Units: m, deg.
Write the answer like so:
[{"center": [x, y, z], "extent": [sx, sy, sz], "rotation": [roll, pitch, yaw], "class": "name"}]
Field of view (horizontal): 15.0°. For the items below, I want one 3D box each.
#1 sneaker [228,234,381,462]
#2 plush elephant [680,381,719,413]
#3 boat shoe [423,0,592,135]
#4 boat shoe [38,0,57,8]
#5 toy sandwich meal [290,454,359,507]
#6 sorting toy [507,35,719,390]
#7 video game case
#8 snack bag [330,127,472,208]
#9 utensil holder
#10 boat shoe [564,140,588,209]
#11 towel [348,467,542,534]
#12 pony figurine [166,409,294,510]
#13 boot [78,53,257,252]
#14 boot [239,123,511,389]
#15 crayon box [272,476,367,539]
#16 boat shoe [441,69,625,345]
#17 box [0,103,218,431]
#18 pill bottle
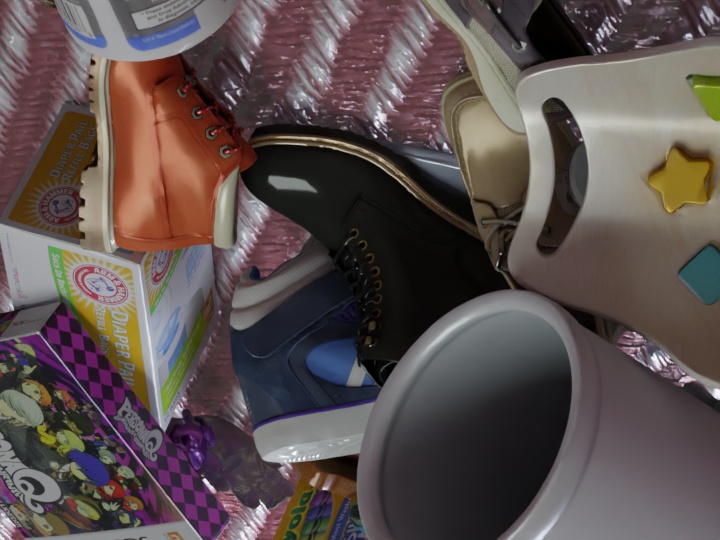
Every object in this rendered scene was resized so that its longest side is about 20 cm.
[{"center": [0.016, 0.034, 1.723], "extent": [0.199, 0.147, 0.081], "rotation": [-10, 164, 0], "class": "sneaker"}, {"center": [0.232, 0.133, 1.726], "extent": [0.155, 0.164, 0.200], "rotation": [-39, 84, 39], "class": "plush elephant"}, {"center": [0.076, -0.156, 1.502], "extent": [0.064, 0.072, 0.200], "rotation": [-12, 131, 26], "class": "boat shoe"}, {"center": [-0.246, -0.212, 1.612], "extent": [0.202, 0.075, 0.075], "rotation": [39, 144, -21], "class": "boat shoe"}, {"center": [0.037, 0.129, 1.817], "extent": [0.205, 0.205, 0.070], "rotation": [34, 110, -15], "class": "toy sandwich meal"}, {"center": [0.170, -0.045, 1.498], "extent": [0.179, 0.107, 0.201], "rotation": [6, 108, 11], "class": "sorting toy"}, {"center": [-0.207, 0.114, 1.851], "extent": [0.181, 0.036, 0.200], "rotation": [-11, 123, 44], "class": "video game case"}, {"center": [0.068, -0.009, 1.746], "extent": [0.187, 0.021, 0.201], "rotation": [12, 140, 19], "class": "snack bag"}, {"center": [0.126, 0.126, 1.550], "extent": [0.200, 0.171, 0.169], "rotation": [29, 150, -37], "class": "utensil holder"}, {"center": [0.216, -0.043, 1.580], "extent": [0.199, 0.071, 0.064], "rotation": [14, 179, 1], "class": "boat shoe"}, {"center": [0.106, 0.185, 1.731], "extent": [0.146, 0.022, 0.200], "rotation": [-19, 136, 39], "class": "towel"}, {"center": [-0.165, 0.125, 1.988], "extent": [0.193, 0.166, 0.200], "rotation": [45, 160, 28], "class": "pony figurine"}, {"center": [-0.113, -0.102, 1.662], "extent": [0.106, 0.075, 0.201], "rotation": [6, 120, 4], "class": "boot"}, {"center": [0.000, 0.000, 1.666], "extent": [0.199, 0.139, 0.078], "rotation": [22, 141, 7], "class": "boot"}, {"center": [-0.006, 0.202, 1.989], "extent": [0.199, 0.126, 0.052], "rotation": [-18, 128, 45], "class": "crayon box"}, {"center": [0.104, -0.027, 1.628], "extent": [0.072, 0.065, 0.201], "rotation": [-16, 116, 24], "class": "boat shoe"}, {"center": [-0.165, 0.001, 1.824], "extent": [0.101, 0.113, 0.201], "rotation": [16, 144, 13], "class": "box"}, {"center": [-0.141, -0.221, 1.500], "extent": [0.113, 0.114, 0.201], "rotation": [7, 143, 23], "class": "pill bottle"}]
